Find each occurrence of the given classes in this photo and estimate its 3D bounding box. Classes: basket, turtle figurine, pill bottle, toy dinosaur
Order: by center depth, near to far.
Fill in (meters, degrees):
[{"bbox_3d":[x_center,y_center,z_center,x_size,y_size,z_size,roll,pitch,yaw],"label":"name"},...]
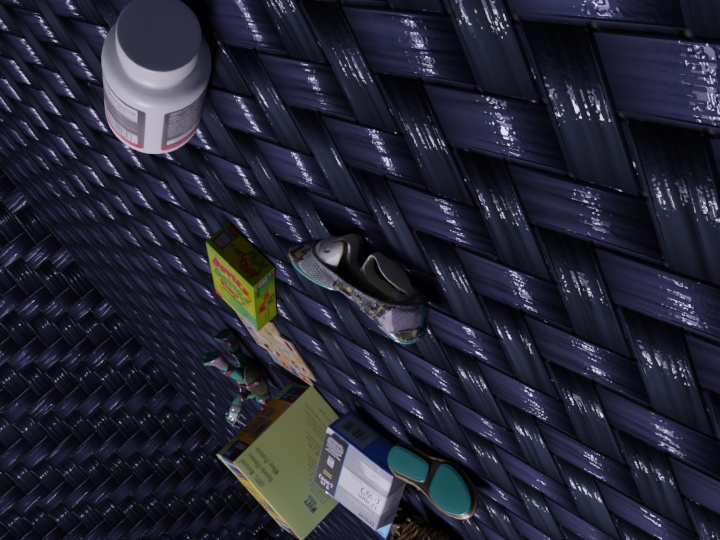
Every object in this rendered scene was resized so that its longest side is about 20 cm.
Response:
[{"bbox_3d":[-0.214,-0.205,0.990,0.111,0.111,0.200,47,162,-1],"label":"pill bottle"},{"bbox_3d":[0.129,0.553,1.712,0.149,0.143,0.201,32,154,32],"label":"basket"},{"bbox_3d":[0.079,0.480,1.819,0.102,0.077,0.200,31,154,9],"label":"toy dinosaur"},{"bbox_3d":[-0.242,0.224,1.953,0.201,0.100,0.150,60,-161,-29],"label":"turtle figurine"}]

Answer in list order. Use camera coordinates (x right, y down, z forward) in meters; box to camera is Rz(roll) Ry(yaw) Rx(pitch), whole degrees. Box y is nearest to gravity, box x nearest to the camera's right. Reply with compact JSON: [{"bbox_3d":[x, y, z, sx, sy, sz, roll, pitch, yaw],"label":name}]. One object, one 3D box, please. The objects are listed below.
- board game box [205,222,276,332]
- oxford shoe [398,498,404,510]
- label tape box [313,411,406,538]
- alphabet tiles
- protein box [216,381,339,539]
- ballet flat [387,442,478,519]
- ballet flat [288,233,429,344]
[{"bbox_3d":[-0.182,0.015,1.461,0.102,0.048,0.200,43,161,13],"label":"board game box"},{"bbox_3d":[0.031,0.355,1.682,0.072,0.071,0.201,-2,130,21],"label":"oxford shoe"},{"bbox_3d":[-0.004,0.359,1.591,0.143,0.066,0.201,33,127,25],"label":"label tape box"},{"bbox_3d":[-0.157,0.131,1.706,0.199,0.006,0.167,24,150,49],"label":"alphabet tiles"},{"bbox_3d":[-0.120,0.349,1.760,0.199,0.200,0.135,51,161,-11],"label":"protein box"},{"bbox_3d":[0.119,0.307,1.391,0.063,0.069,0.200,26,-179,-38],"label":"ballet flat"},{"bbox_3d":[0.000,0.000,1.024,0.200,0.072,0.072,35,158,32],"label":"ballet flat"}]
